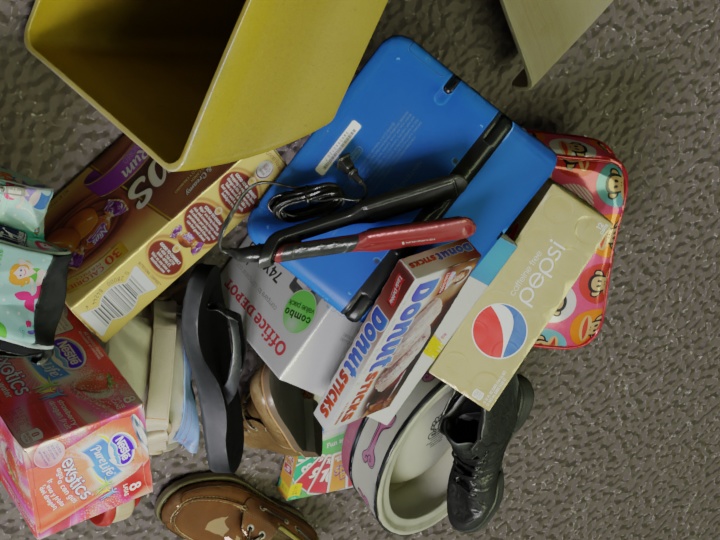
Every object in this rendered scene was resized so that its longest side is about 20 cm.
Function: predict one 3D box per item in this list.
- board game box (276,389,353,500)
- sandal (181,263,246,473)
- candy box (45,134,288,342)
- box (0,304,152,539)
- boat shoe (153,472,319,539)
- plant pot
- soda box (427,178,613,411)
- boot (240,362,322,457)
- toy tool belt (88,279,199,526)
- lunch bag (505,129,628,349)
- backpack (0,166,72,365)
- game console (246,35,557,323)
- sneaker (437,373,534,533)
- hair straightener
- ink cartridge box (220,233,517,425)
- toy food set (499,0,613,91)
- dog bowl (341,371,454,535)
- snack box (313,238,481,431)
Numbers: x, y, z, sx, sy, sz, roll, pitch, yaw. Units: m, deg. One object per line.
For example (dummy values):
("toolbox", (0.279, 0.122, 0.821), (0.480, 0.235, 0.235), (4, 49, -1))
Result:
("board game box", (-0.017, 0.132, 1.671), (0.095, 0.030, 0.201), (-7, 122, -34))
("sandal", (-0.113, 0.079, 1.444), (0.042, 0.076, 0.201), (0, 123, 12))
("candy box", (-0.164, -0.052, 1.353), (0.200, 0.117, 0.057), (-42, 137, -2))
("box", (-0.250, 0.100, 1.341), (0.102, 0.200, 0.095), (-21, 131, -25))
("boat shoe", (-0.108, 0.250, 1.658), (0.199, 0.068, 0.072), (21, 109, -43))
("plant pot", (-0.094, -0.201, 1.254), (0.176, 0.200, 0.201), (1, 122, -51))
("soda box", (0.139, 0.019, 1.521), (0.067, 0.064, 0.201), (33, 97, -6))
("boot", (-0.084, 0.132, 1.543), (0.075, 0.074, 0.200), (-3, 160, 6))
("toy tool belt", (-0.176, 0.110, 1.457), (0.122, 0.124, 0.202), (-11, 108, -38))
("lunch bag", (0.148, -0.029, 1.596), (0.175, 0.082, 0.201), (6, 112, -9))
("backpack", (-0.320, -0.015, 1.222), (0.199, 0.177, 0.152), (5, 93, -30))
("game console", (0.035, -0.061, 1.366), (0.200, 0.170, 0.118), (-51, -179, 8))
("sneaker", (0.105, 0.160, 1.629), (0.104, 0.060, 0.201), (1, 112, -54))
("hair straightener", (-0.015, -0.047, 1.301), (0.198, 0.078, 0.041), (-11, 160, 11))
("ink cartridge box", (0.000, 0.000, 1.493), (0.146, 0.147, 0.201), (27, 103, -43))
("toy food set", (0.154, -0.271, 1.483), (0.144, 0.060, 0.200), (-46, 140, -16))
("dog bowl", (0.063, 0.158, 1.690), (0.200, 0.074, 0.201), (-32, 141, -31))
("snack box", (0.027, 0.053, 1.360), (0.072, 0.024, 0.200), (-18, 150, -37))
